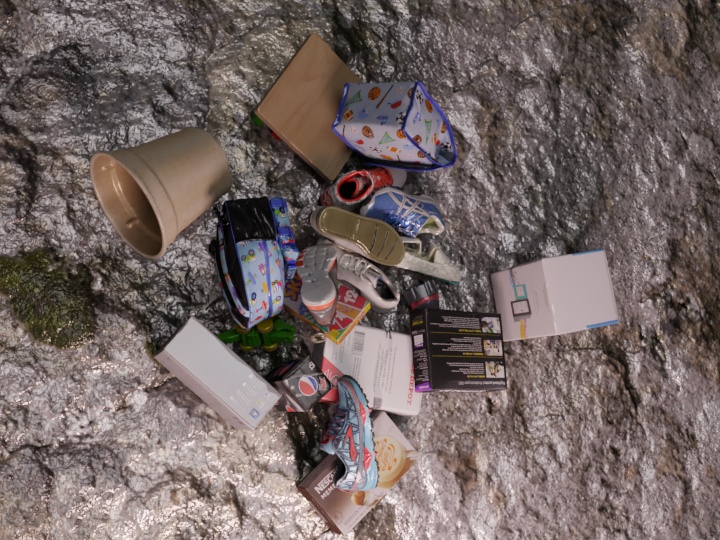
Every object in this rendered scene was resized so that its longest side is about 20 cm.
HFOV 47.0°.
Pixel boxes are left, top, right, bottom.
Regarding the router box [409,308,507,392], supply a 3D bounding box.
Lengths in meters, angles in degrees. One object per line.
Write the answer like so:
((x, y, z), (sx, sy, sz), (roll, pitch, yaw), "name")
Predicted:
((0.185, 0.151, 1.550), (0.199, 0.051, 0.150), (6, 74, -37), "router box")

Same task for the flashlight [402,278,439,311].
((0.149, 0.118, 1.603), (0.067, 0.068, 0.201), (-19, 84, -40), "flashlight")

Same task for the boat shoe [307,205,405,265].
((-0.006, -0.069, 1.525), (0.199, 0.068, 0.075), (27, 83, -30), "boat shoe")

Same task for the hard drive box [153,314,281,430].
((-0.246, 0.178, 1.406), (0.200, 0.156, 0.077), (43, 69, -9), "hard drive box")

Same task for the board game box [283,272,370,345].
((-0.088, 0.045, 1.504), (0.199, 0.030, 0.096), (31, 66, 24), "board game box")

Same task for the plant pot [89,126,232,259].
((-0.330, -0.151, 1.430), (0.183, 0.200, 0.201), (-36, 94, -33), "plant pot")

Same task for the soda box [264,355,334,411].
((-0.115, 0.198, 1.425), (0.063, 0.200, 0.071), (-40, 95, -20), "soda box")

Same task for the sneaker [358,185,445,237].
((0.084, -0.108, 1.583), (0.199, 0.076, 0.077), (-2, 47, -38), "sneaker")

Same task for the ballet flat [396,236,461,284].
((0.117, -0.026, 1.612), (0.199, 0.072, 0.072), (15, 76, -18), "ballet flat")

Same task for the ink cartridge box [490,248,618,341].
((0.376, 0.052, 1.629), (0.146, 0.200, 0.147), (-8, 85, -21), "ink cartridge box")

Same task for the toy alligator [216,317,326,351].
((-0.158, 0.106, 1.485), (0.199, 0.060, 0.054), (-2, 43, 6), "toy alligator")

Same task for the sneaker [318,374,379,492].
((-0.026, 0.282, 1.423), (0.095, 0.079, 0.201), (-8, 83, -15), "sneaker")

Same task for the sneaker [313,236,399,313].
((0.000, 0.000, 1.563), (0.200, 0.087, 0.075), (37, 74, -9), "sneaker")

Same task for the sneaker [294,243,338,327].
((-0.073, 0.027, 1.461), (0.077, 0.200, 0.082), (-8, 124, 7), "sneaker")

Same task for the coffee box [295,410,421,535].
((-0.004, 0.364, 1.500), (0.200, 0.080, 0.115), (-40, 95, -21), "coffee box")

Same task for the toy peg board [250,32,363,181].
((-0.094, -0.306, 1.594), (0.199, 0.098, 0.201), (42, 69, -25), "toy peg board")

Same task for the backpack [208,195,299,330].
((-0.178, -0.007, 1.431), (0.134, 0.183, 0.201), (-10, 67, -18), "backpack")

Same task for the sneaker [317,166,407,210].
((0.021, -0.164, 1.588), (0.201, 0.108, 0.068), (-23, 89, -22), "sneaker")

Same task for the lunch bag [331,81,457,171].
((0.071, -0.253, 1.543), (0.200, 0.169, 0.124), (35, 70, -53), "lunch bag")

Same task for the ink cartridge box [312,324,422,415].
((0.013, 0.183, 1.537), (0.199, 0.084, 0.145), (12, 76, -16), "ink cartridge box")
